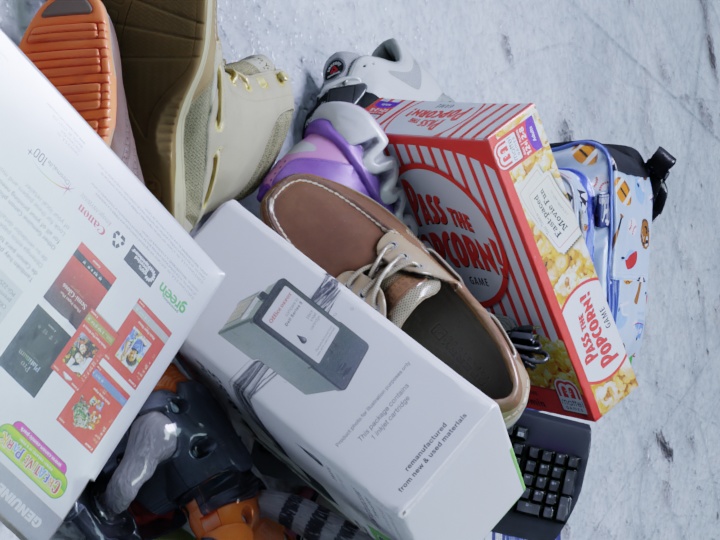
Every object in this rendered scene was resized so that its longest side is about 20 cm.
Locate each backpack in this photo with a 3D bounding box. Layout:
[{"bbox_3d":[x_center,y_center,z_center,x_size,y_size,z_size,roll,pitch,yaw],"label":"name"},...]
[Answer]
[{"bbox_3d":[0.118,0.007,1.526,0.154,0.199,0.192,-10,96,-57],"label":"backpack"}]

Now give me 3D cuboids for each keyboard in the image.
[{"bbox_3d":[0.042,0.083,1.292,0.021,0.198,0.128,78,25,-80],"label":"keyboard"}]

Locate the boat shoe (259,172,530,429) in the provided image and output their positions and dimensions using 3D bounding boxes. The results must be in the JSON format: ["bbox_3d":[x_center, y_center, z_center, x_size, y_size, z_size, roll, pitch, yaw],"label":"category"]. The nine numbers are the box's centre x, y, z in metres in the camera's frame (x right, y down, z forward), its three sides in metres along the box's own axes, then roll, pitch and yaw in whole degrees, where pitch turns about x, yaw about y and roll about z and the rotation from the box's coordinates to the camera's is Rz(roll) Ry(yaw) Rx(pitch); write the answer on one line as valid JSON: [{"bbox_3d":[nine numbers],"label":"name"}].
[{"bbox_3d":[0.024,0.013,1.251,0.200,0.076,0.072,40,-10,4],"label":"boat shoe"}]

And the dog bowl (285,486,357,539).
[{"bbox_3d":[0.015,0.210,1.370,0.200,0.073,0.202,22,65,-58],"label":"dog bowl"}]

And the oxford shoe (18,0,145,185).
[{"bbox_3d":[-0.151,-0.051,1.171,0.073,0.071,0.202,5,87,-65],"label":"oxford shoe"}]

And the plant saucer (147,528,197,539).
[{"bbox_3d":[-0.105,0.235,1.196,0.200,0.031,0.202,29,56,-56],"label":"plant saucer"}]

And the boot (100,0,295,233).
[{"bbox_3d":[-0.092,-0.116,1.247,0.155,0.072,0.202,-38,136,-60],"label":"boot"}]

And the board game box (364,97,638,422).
[{"bbox_3d":[0.079,-0.009,1.349,0.046,0.151,0.201,-36,114,-29],"label":"board game box"}]

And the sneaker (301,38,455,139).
[{"bbox_3d":[-0.009,-0.098,1.453,0.089,0.074,0.200,55,34,-6],"label":"sneaker"}]

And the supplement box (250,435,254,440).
[{"bbox_3d":[0.005,0.086,1.408,0.200,0.068,0.067,17,68,-61],"label":"supplement box"}]

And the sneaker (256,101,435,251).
[{"bbox_3d":[0.000,0.000,1.335,0.088,0.080,0.201,-36,106,-27],"label":"sneaker"}]

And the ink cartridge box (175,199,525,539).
[{"bbox_3d":[-0.014,0.070,1.196,0.084,0.200,0.146,-48,156,-11],"label":"ink cartridge box"}]

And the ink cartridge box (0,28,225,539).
[{"bbox_3d":[-0.188,0.005,1.019,0.200,0.084,0.176,50,59,-32],"label":"ink cartridge box"}]

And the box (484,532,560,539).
[{"bbox_3d":[0.076,0.172,1.380,0.200,0.032,0.122,27,61,-55],"label":"box"}]

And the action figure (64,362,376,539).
[{"bbox_3d":[-0.070,0.116,1.195,0.194,0.105,0.200,47,21,6],"label":"action figure"}]
